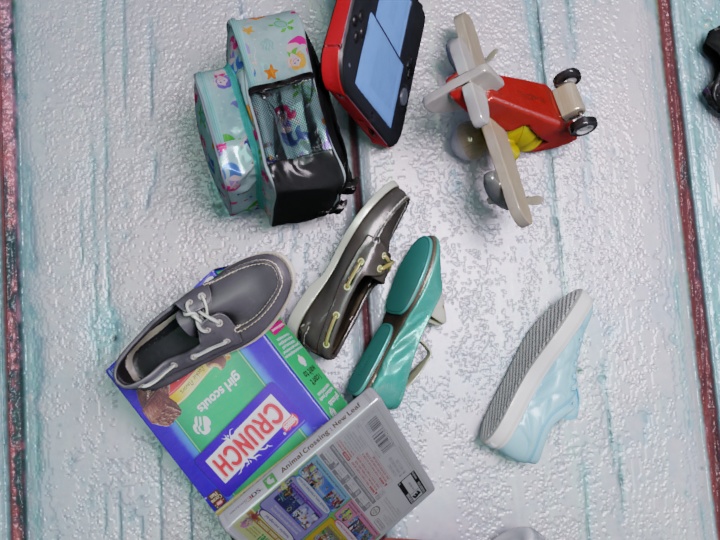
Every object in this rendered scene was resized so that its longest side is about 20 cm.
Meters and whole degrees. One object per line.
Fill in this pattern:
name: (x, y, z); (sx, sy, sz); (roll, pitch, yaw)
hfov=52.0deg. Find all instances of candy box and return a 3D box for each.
candy box: (-0.134, 0.124, 0.760); (0.169, 0.077, 0.201); (-40, 88, 15)

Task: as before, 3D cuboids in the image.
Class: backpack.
backpack: (-0.095, -0.158, 0.768); (0.149, 0.178, 0.203); (-8, 81, -9)

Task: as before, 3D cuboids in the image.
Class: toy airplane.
toy airplane: (0.141, -0.165, 0.800); (0.199, 0.141, 0.201); (43, 50, -11)

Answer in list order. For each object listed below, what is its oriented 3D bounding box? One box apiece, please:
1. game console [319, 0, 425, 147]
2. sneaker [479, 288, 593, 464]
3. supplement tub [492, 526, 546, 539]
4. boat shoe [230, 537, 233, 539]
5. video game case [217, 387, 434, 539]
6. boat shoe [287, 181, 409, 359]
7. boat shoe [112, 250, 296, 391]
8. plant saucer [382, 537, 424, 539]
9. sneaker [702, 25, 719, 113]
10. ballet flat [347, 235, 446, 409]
game console: (0.022, -0.241, 0.776); (0.031, 0.200, 0.179); (14, 83, 21)
sneaker: (0.212, 0.120, 0.816); (0.081, 0.074, 0.201); (31, 91, -9)
supplement tub: (0.200, 0.378, 0.757); (0.122, 0.123, 0.200); (-43, 88, -7)
boat shoe: (-0.048, 0.239, 0.778); (0.201, 0.061, 0.072); (-38, 111, -4)
video game case: (-0.023, 0.229, 0.735); (0.182, 0.201, 0.022); (-39, 46, -11)
boat shoe: (0.000, 0.000, 0.800); (0.060, 0.072, 0.202); (33, 90, 17)
boat shoe: (-0.146, 0.052, 0.682); (0.199, 0.063, 0.073); (-34, 87, 14)
plant saucer: (0.095, 0.367, 0.701); (0.198, 0.036, 0.203); (-13, 77, 39)
sneaker: (0.449, -0.192, 0.867); (0.086, 0.076, 0.203); (-7, 81, 11)
ballet flat: (0.055, 0.062, 0.817); (0.070, 0.067, 0.202); (28, 83, -25)
